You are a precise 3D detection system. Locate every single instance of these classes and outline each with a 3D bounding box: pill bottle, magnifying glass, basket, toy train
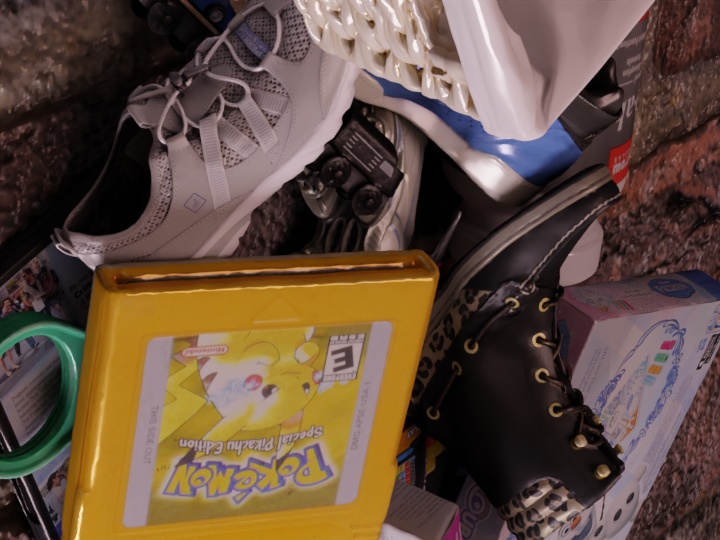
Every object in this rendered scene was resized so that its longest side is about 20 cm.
[{"bbox_3d":[0.109,-0.100,1.207,0.116,0.115,0.201,-24,126,-47],"label":"pill bottle"},{"bbox_3d":[-0.128,0.049,1.004,0.200,0.022,0.080,-18,120,-50],"label":"magnifying glass"},{"bbox_3d":[0.061,-0.174,0.807,0.200,0.123,0.136,-49,139,-24],"label":"basket"},{"bbox_3d":[-0.044,-0.097,1.023,0.046,0.034,0.200,-47,126,3],"label":"toy train"}]

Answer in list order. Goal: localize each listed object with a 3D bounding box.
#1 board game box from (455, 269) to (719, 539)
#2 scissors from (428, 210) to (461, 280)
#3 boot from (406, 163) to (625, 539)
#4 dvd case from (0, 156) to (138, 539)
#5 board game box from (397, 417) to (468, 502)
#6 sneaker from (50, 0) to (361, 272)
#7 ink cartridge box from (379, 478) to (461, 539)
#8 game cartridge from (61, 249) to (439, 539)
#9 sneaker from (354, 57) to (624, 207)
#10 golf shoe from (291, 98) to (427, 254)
[{"bbox_3d":[0.147,0.101,1.291,0.199,0.043,0.201,-7,124,-55],"label":"board game box"},{"bbox_3d":[0.042,-0.004,1.160,0.073,0.014,0.200,-41,170,-32],"label":"scissors"},{"bbox_3d":[0.111,0.051,1.149,0.204,0.154,0.073,-45,171,29],"label":"boot"},{"bbox_3d":[-0.134,0.051,1.032,0.143,0.017,0.201,-45,139,-31],"label":"dvd case"},{"bbox_3d":[0.061,0.128,1.305,0.200,0.056,0.166,-32,129,-42],"label":"board game box"},{"bbox_3d":[-0.070,-0.070,0.949,0.082,0.075,0.201,23,104,-45],"label":"sneaker"},{"bbox_3d":[0.021,0.203,1.159,0.043,0.199,0.197,-39,135,-37],"label":"ink cartridge box"},{"bbox_3d":[-0.059,0.084,1.010,0.175,0.032,0.201,-3,121,-24],"label":"game cartridge"},{"bbox_3d":[0.058,-0.125,1.082,0.200,0.111,0.077,37,29,-25],"label":"sneaker"},{"bbox_3d":[0.000,0.000,1.147,0.097,0.078,0.201,3,105,-60],"label":"golf shoe"}]
